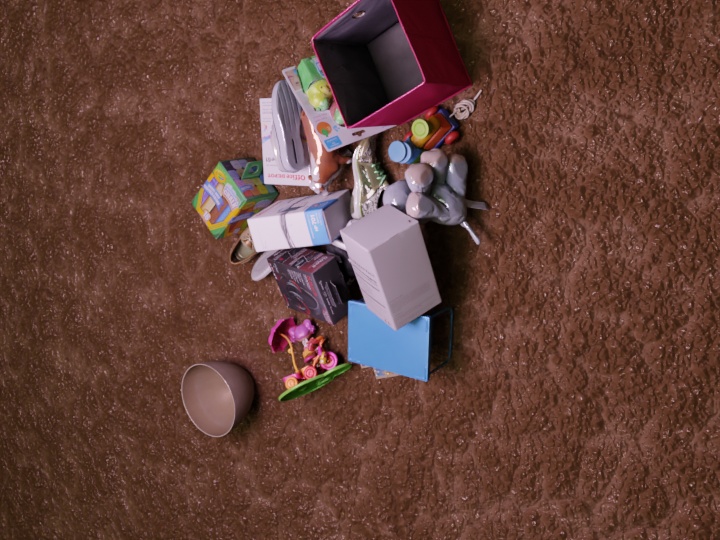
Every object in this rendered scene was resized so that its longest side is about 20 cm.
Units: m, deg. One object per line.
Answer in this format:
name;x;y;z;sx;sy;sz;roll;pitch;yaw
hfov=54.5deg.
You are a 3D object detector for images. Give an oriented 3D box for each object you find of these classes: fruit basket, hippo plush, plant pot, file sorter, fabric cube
fruit basket;-0.040;-0.363;1.462;0.200;0.185;0.094;58;152;12
hippo plush;0.139;-0.156;1.426;0.161;0.200;0.160;2;75;59
plant pot;-0.365;0.327;1.886;0.200;0.134;0.201;10;108;33
file sorter;0.087;0.136;1.520;0.200;0.123;0.139;10;107;32
fabric cube;0.063;-0.408;1.363;0.196;0.199;0.200;-24;88;37

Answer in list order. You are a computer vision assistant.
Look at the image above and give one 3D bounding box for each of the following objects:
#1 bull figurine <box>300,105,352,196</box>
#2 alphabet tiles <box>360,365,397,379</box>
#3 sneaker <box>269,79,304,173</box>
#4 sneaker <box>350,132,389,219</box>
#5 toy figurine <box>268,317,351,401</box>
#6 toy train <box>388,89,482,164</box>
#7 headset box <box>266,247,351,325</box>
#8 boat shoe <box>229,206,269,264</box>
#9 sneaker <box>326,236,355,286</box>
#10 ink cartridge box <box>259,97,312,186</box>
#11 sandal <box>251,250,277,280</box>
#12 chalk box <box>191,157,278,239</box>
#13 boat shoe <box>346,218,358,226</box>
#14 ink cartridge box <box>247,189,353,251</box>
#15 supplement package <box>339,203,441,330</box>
bull figurine;-0.070;-0.265;1.532;0.065;0.121;0.201;18;124;57
alphabet tiles;0.065;0.165;1.623;0.200;0.006;0.167;-17;91;37
sneaker;-0.171;-0.311;1.528;0.071;0.073;0.201;-1;94;49
sneaker;0.034;-0.201;1.523;0.088;0.077;0.201;13;116;22
toy figurine;-0.144;0.195;1.717;0.200;0.150;0.184;-30;74;15
toy train;0.145;-0.288;1.385;0.085;0.116;0.200;53;125;12
headset box;-0.109;0.031;1.611;0.200;0.075;0.149;17;136;46
boat shoe;-0.261;-0.077;1.741;0.076;0.074;0.200;42;127;-3
sneaker;0.000;0.000;1.595;0.200;0.073;0.112;32;123;32
ink cartridge box;-0.148;-0.296;1.610;0.144;0.085;0.201;7;107;33
sandal;-0.199;-0.028;1.731;0.050;0.083;0.203;34;129;-27
chalk box;-0.297;-0.192;1.716;0.200;0.125;0.124;-44;76;35
boat shoe;0.063;-0.061;1.525;0.200;0.074;0.065;35;116;3
ink cartridge box;-0.130;-0.111;1.582;0.199;0.146;0.086;-4;111;27
supplement package;0.062;-0.008;1.391;0.120;0.121;0.200;37;152;53
